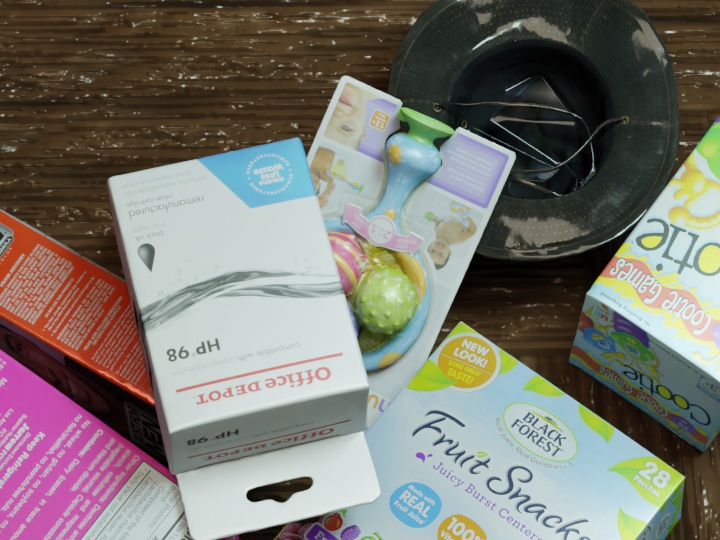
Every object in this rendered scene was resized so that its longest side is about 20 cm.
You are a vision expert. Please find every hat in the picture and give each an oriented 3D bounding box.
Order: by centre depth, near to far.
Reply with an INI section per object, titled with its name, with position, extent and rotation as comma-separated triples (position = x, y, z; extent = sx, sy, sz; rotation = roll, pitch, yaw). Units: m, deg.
[hat]
position = 0.109, -0.082, 1.426
extent = 0.199, 0.081, 0.202
rotation = -3, 64, 6

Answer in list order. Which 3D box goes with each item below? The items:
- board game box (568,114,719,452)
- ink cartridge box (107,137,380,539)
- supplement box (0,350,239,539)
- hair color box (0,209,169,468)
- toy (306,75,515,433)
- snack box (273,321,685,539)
[board game box]
position = 0.227, -0.011, 1.385
extent = 0.104, 0.103, 0.200
rotation = 33, 69, 13
[ink cartridge box]
position = -0.063, 0.037, 1.268
extent = 0.115, 0.067, 0.201
rotation = -12, 65, -9
[supplement box]
position = -0.175, 0.141, 1.310
extent = 0.199, 0.101, 0.104
rotation = 35, 69, 13
[hair color box]
position = -0.148, 0.050, 1.352
extent = 0.199, 0.102, 0.061
rotation = 29, 67, 13
[toy]
position = 0.000, 0.000, 1.349
extent = 0.114, 0.047, 0.201
rotation = 24, 97, 3
[snack box]
position = 0.063, 0.156, 1.319
extent = 0.168, 0.068, 0.200
rotation = 34, 68, 20
